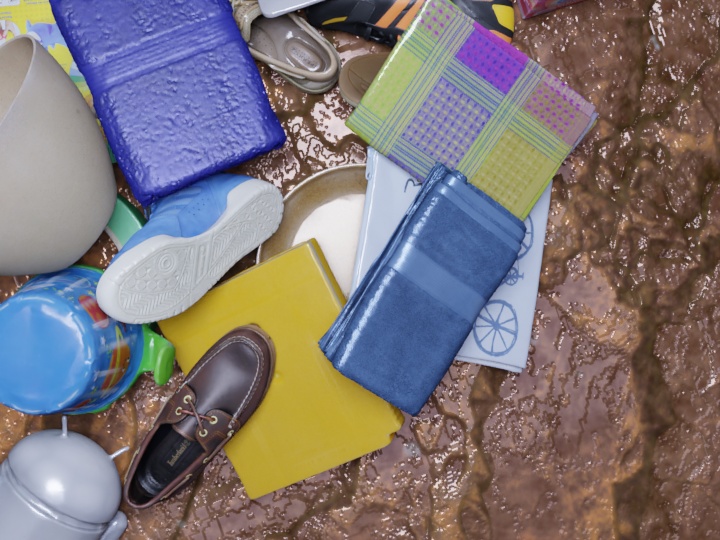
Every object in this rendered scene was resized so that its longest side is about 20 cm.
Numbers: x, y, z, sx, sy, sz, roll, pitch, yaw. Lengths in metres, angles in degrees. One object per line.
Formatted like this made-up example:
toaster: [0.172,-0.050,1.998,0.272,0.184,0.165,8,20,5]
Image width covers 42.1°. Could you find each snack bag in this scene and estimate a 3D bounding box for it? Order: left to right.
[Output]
snack bag: [0.081,-0.011,0.864,0.198,0.021,0.191,10,87,-21]

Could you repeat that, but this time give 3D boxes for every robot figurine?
robot figurine: [-0.296,0.231,0.858,0.169,0.113,0.201,33,91,-43]

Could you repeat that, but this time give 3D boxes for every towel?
towel: [-0.166,-0.172,0.819,0.146,0.050,0.202,-24,86,-10]
towel: [0.057,0.018,0.812,0.111,0.048,0.201,35,83,-22]
towel: [0.101,-0.130,0.824,0.199,0.023,0.144,30,103,-19]

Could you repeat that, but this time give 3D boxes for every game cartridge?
game cartridge: [-0.073,0.095,0.873,0.175,0.032,0.202,-24,98,18]

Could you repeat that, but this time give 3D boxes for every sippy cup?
sippy cup: [-0.259,0.065,0.799,0.176,0.130,0.141,-26,92,0]

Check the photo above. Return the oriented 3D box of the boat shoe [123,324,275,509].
boat shoe: [-0.147,0.139,0.849,0.070,0.070,0.201,36,108,6]

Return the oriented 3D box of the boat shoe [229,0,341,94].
boat shoe: [-0.104,-0.239,0.874,0.199,0.065,0.072,30,91,-2]

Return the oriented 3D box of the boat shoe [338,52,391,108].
boat shoe: [0.072,-0.147,0.876,0.198,0.072,0.073,8,67,-11]

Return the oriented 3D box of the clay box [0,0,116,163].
clay box: [-0.286,-0.196,0.880,0.113,0.048,0.203,-5,93,-1]

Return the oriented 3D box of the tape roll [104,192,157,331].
tape roll: [-0.286,0.011,0.886,0.198,0.048,0.203,0,92,-2]

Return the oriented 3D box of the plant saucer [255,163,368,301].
plant saucer: [0.000,0.000,0.897,0.198,0.035,0.203,0,92,-1]

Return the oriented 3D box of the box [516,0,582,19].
box: [0.177,-0.351,0.862,0.101,0.095,0.202,-16,92,-2]

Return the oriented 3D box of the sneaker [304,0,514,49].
sneaker: [0.048,-0.227,0.875,0.197,0.070,0.091,-5,90,-2]

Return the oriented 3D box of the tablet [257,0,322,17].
tablet: [-0.006,-0.297,0.859,0.198,0.014,0.131,-18,47,-1]

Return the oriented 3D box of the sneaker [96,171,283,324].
sneaker: [-0.173,-0.031,0.833,0.200,0.110,0.077,-41,136,-34]

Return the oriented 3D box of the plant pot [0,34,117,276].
plant pot: [-0.285,-0.074,0.783,0.201,0.200,0.134,-50,127,1]
